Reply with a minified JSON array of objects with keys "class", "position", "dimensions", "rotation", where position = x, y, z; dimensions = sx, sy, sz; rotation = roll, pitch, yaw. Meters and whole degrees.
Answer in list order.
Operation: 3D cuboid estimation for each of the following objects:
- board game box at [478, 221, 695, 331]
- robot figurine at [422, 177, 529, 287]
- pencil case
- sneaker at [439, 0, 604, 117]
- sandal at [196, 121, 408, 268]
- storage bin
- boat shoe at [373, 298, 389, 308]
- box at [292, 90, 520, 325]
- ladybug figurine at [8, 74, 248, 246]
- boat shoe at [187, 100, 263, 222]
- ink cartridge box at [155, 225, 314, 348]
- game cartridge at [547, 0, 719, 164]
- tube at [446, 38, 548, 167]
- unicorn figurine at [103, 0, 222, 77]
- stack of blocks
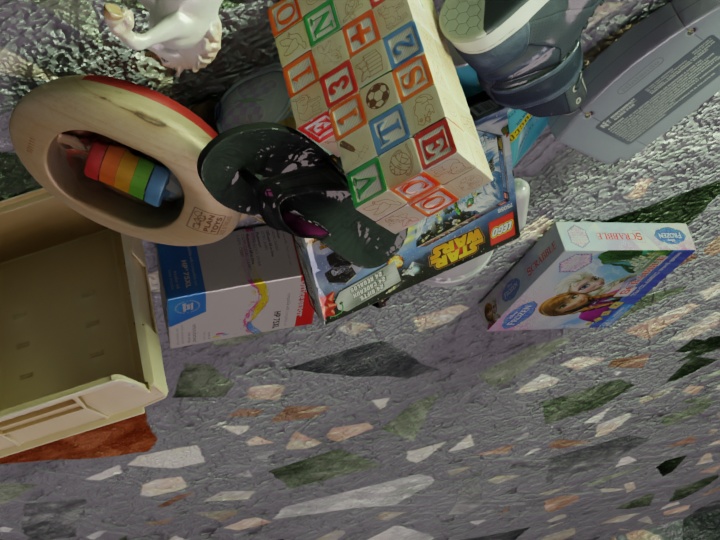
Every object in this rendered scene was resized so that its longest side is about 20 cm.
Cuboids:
[{"class":"board game box","position":[0.277,0.010,1.455],"dimensions":[0.197,0.042,0.200],"rotation":[-1,150,-26]},{"class":"robot figurine","position":[0.083,-0.058,1.145],"dimensions":[0.167,0.114,0.201],"rotation":[0,152,-3]},{"class":"pencil case","position":[-0.042,-0.087,1.015],"dimensions":[0.082,0.092,0.200],"rotation":[-20,141,20]},{"class":"sneaker","position":[0.169,-0.208,0.914],"dimensions":[0.201,0.077,0.146],"rotation":[-34,143,9]},{"class":"sandal","position":[-0.034,-0.053,0.900],"dimensions":[0.199,0.048,0.076],"rotation":[24,108,-37]},{"class":"storage bin","position":[-0.289,0.044,1.049],"dimensions":[0.196,0.202,0.094],"rotation":[-17,155,5]},{"class":"boat shoe","position":[0.002,0.002,1.201],"dimensions":[0.063,0.074,0.201],"rotation":[-49,167,3]},{"class":"box","position":[0.038,-0.053,0.998],"dimensions":[0.198,0.040,0.138],"rotation":[-23,129,-14]},{"class":"ladybug figurine","position":[-0.177,-0.092,0.934],"dimensions":[0.198,0.072,0.136],"rotation":[26,136,-8]},{"class":"boat shoe","position":[-0.111,-0.087,1.057],"dimensions":[0.075,0.073,0.200],"rotation":[-13,148,27]},{"class":"ink cartridge box","position":[-0.109,0.012,1.230],"dimensions":[0.197,0.068,0.117],"rotation":[-10,153,-12]},{"class":"game cartridge","position":[0.274,-0.179,1.087],"dimensions":[0.132,0.042,0.199],"rotation":[19,132,-43]},{"class":"tube","position":[0.125,-0.160,1.047],"dimensions":[0.078,0.050,0.200],"rotation":[-47,148,6]},{"class":"unicorn figurine","position":[-0.124,-0.197,0.813],"dimensions":[0.199,0.074,0.137],"rotation":[-38,157,27]},{"class":"stack of blocks","position":[0.010,-0.133,0.870],"dimensions":[0.114,0.202,0.058],"rotation":[-28,151,23]}]
